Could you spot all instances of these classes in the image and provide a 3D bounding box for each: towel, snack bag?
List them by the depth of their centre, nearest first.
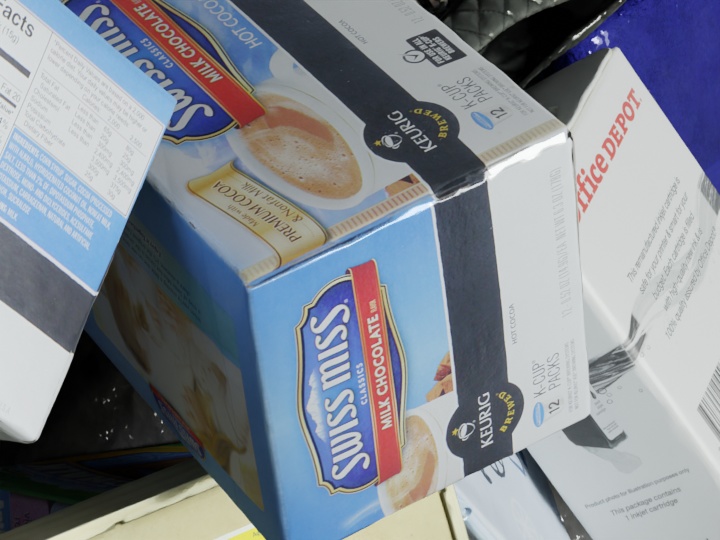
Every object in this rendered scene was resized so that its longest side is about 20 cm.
[{"bbox_3d":[0.046,0.072,1.323,0.189,0.021,0.201,50,15,-42],"label":"snack bag"},{"bbox_3d":[0.148,-0.050,1.503,0.147,0.049,0.201,-32,120,-46],"label":"towel"}]

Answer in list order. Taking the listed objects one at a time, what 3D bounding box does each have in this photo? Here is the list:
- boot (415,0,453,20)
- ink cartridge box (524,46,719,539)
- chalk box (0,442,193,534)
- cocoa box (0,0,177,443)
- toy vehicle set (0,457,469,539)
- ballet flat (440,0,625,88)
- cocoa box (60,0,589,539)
[{"bbox_3d":[0.001,-0.161,1.304,0.201,0.069,0.174,-60,142,-16],"label":"boot"},{"bbox_3d":[0.121,0.021,1.373,0.200,0.083,0.144,54,36,-17],"label":"ink cartridge box"},{"bbox_3d":[-0.086,0.143,1.196,0.199,0.123,0.126,-2,97,-48],"label":"chalk box"},{"bbox_3d":[-0.187,-0.037,0.994,0.133,0.199,0.132,39,65,-43],"label":"cocoa box"},{"bbox_3d":[-0.049,0.132,1.111,0.199,0.026,0.125,-20,104,-22],"label":"toy vehicle set"},{"bbox_3d":[0.059,-0.088,1.351,0.200,0.057,0.067,-55,157,-34],"label":"ballet flat"},{"bbox_3d":[-0.028,-0.020,1.082,0.131,0.200,0.134,-25,133,-21],"label":"cocoa box"}]
